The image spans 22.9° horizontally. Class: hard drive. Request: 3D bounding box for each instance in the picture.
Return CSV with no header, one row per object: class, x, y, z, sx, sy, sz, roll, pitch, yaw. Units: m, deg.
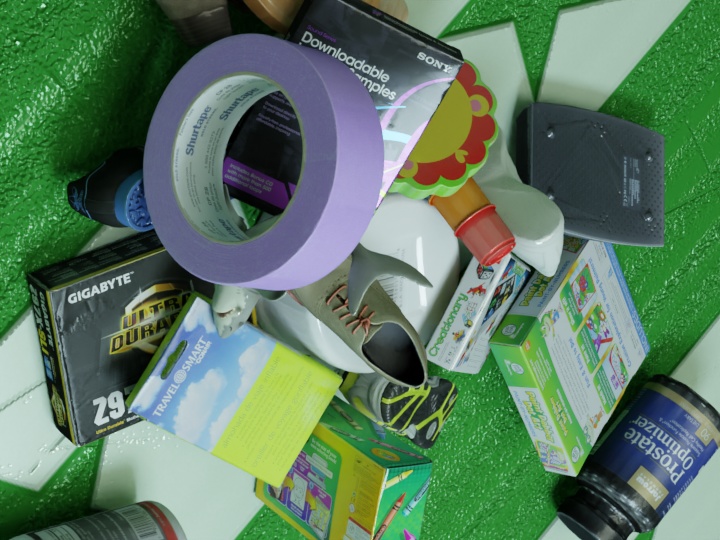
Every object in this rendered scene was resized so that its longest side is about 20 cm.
hard drive,0.237,-0.095,1.842,0.200,0.042,0.135,9,78,-39

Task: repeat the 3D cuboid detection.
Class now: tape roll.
tape roll,-0.080,-0.086,1.428,0.066,0.200,0.200,6,105,-54

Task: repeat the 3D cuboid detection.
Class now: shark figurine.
shark figurine,-0.042,-0.020,1.492,0.089,0.214,0.128,-6,86,-47

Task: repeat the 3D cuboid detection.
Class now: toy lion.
toy lion,0.018,-0.141,1.597,0.200,0.069,0.192,-34,86,-21

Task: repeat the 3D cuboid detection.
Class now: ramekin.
ramekin,0.000,0.000,1.692,0.200,0.098,0.201,-16,118,-33

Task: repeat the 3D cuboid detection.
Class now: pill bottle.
pill bottle,0.317,0.225,2.024,0.200,0.112,0.112,-49,130,-11
pill bottle,-0.259,0.284,1.599,0.200,0.116,0.116,-12,116,-33

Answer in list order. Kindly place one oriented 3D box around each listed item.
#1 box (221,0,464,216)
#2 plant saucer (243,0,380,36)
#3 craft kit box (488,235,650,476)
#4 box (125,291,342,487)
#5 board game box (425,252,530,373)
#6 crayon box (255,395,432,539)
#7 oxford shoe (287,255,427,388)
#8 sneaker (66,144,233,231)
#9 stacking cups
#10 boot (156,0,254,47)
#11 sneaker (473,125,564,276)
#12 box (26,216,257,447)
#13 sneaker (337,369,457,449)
box,-0.022,-0.129,1.511,0.143,0.036,0.200,24,110,-18
plant saucer,-0.044,-0.295,1.520,0.200,0.032,0.201,10,76,-44
craft kit box,0.228,0.081,1.899,0.198,0.048,0.200,-56,135,-35
box,-0.119,0.106,1.613,0.200,0.048,0.122,33,86,-41
board game box,0.118,0.040,1.770,0.126,0.035,0.200,-63,168,1
crayon box,-0.020,0.198,1.692,0.058,0.200,0.119,-3,111,-36
oxford shoe,-0.006,0.028,1.577,0.200,0.075,0.070,42,91,-21
sneaker,-0.169,-0.087,1.550,0.200,0.078,0.070,-26,123,-53
stacking cups,0.069,-0.090,1.649,0.060,0.200,0.061,-31,167,-8
boot,-0.106,-0.283,1.515,0.200,0.070,0.146,-31,114,-38
sneaker,0.128,-0.071,1.712,0.075,0.200,0.089,-29,145,-7
box,-0.190,0.049,1.599,0.200,0.049,0.160,-21,122,-30
sneaker,0.039,0.126,1.788,0.076,0.076,0.200,-62,155,-7
